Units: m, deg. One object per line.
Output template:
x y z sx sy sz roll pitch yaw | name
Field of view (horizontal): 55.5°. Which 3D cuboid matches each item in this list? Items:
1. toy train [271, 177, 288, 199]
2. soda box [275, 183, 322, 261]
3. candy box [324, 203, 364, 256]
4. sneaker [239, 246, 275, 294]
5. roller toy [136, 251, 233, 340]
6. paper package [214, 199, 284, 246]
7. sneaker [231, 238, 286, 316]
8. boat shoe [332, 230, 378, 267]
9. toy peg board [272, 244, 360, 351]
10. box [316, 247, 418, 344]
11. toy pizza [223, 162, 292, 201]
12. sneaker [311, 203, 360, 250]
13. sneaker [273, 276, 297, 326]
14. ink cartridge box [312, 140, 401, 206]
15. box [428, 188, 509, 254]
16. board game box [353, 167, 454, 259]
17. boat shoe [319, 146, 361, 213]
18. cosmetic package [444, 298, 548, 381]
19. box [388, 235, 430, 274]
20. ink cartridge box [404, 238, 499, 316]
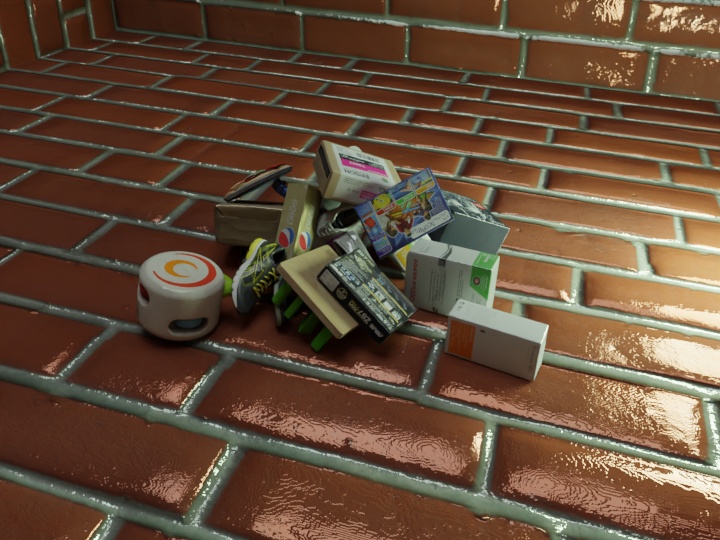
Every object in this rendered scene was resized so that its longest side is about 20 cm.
-0.158 -0.168 1.735 0.200 0.034 0.046 44 21 19 | toy train
-0.150 -0.103 1.631 0.067 0.203 0.064 6 -9 35 | soda box
-0.051 -0.123 1.760 0.135 0.061 0.202 10 62 40 | candy box
-0.250 -0.022 1.686 0.077 0.078 0.200 -13 33 -20 | sneaker
-0.394 0.058 1.486 0.197 0.141 0.183 20 29 10 | roller toy
-0.262 -0.122 1.759 0.187 0.105 0.200 5 10 4 | paper package
-0.225 0.011 1.532 0.083 0.075 0.202 3 57 19 | sneaker
0.000 0.000 1.633 0.065 0.074 0.201 -25 66 -19 | boat shoe
-0.083 0.066 1.502 0.200 0.098 0.199 48 30 10 | toy peg board
0.018 0.050 1.494 0.200 0.049 0.161 46 31 7 | box
-0.268 -0.233 1.770 0.198 0.032 0.200 -26 7 3 | toy pizza
-0.074 -0.112 1.657 0.199 0.073 0.071 -34 10 5 | sneaker
-0.143 0.056 1.568 0.104 0.076 0.201 2 31 -2 | sneaker
-0.005 -0.224 1.654 0.197 0.076 0.166 13 31 -23 | ink cartridge box
0.255 -0.127 1.801 0.198 0.105 0.182 12 25 -32 | box
0.101 -0.132 1.590 0.198 0.137 0.034 -28 11 0 | board game box
-0.061 -0.234 1.759 0.063 0.070 0.202 -6 50 57 | boat shoe
0.281 0.144 1.431 0.197 0.103 0.071 16 34 22 | cosmetic package
0.094 -0.088 1.751 0.101 0.113 0.200 -41 40 -2 | box
0.207 0.022 1.576 0.197 0.148 0.084 15 32 20 | ink cartridge box
